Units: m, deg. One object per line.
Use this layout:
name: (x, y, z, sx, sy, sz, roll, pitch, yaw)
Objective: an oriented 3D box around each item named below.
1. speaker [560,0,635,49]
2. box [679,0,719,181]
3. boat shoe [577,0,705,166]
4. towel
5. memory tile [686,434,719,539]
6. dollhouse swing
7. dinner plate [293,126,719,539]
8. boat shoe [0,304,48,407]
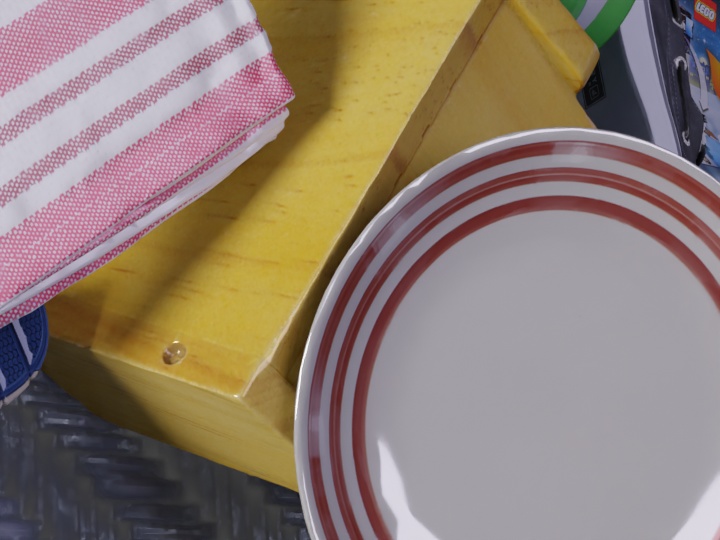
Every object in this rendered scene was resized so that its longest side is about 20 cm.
speaker: (0.024, -0.160, 0.755, 0.199, 0.088, 0.089, 30, 57, -31)
box: (0.159, -0.083, 0.951, 0.199, 0.038, 0.138, 26, 60, -34)
boat shoe: (0.126, -0.066, 0.850, 0.066, 0.070, 0.202, 7, 67, -37)
towel: (-0.120, -0.098, 0.597, 0.146, 0.030, 0.201, -37, 105, -30)
memory tile: (0.181, 0.053, 0.671, 0.017, 0.198, 0.155, 32, 57, -73)
dollhouse swing: (0.000, 0.000, 0.724, 0.201, 0.180, 0.176, -60, 144, -22)
dinner plate: (0.070, 0.053, 0.639, 0.198, 0.024, 0.203, 0, 91, -18)
boat shoe: (-0.185, 0.050, 0.569, 0.199, 0.072, 0.073, -21, 91, -50)
